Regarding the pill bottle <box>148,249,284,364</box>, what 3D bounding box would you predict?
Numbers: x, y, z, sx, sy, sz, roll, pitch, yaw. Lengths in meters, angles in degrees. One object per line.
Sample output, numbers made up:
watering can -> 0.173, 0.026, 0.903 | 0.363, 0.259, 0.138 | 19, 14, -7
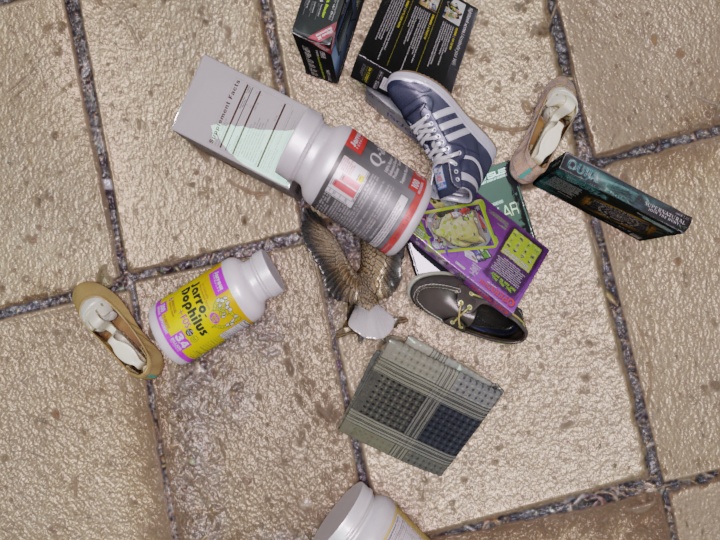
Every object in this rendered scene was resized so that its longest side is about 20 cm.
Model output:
pill bottle -> -0.217, 0.050, 0.866 | 0.196, 0.104, 0.106 | -31, 88, 1

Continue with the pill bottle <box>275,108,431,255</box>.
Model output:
pill bottle -> -0.010, -0.120, 0.759 | 0.196, 0.116, 0.118 | 32, 90, -9

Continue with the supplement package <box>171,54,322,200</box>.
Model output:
supplement package -> -0.162, -0.211, 0.860 | 0.195, 0.121, 0.123 | 27, 90, 3

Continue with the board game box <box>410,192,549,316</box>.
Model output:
board game box -> 0.171, -0.043, 0.831 | 0.198, 0.032, 0.121 | 39, 67, 2

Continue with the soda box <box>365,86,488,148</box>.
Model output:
soda box -> 0.101, -0.240, 0.880 | 0.198, 0.063, 0.069 | 39, 88, 2

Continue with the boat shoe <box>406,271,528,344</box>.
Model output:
boat shoe -> 0.164, 0.058, 0.843 | 0.195, 0.061, 0.074 | 17, 114, -16

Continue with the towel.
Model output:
towel -> 0.084, 0.204, 0.846 | 0.195, 0.035, 0.196 | 25, 116, -8

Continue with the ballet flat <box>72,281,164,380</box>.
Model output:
ballet flat -> -0.390, 0.092, 0.891 | 0.199, 0.063, 0.069 | 43, 90, 2

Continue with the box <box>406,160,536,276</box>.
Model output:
box -> 0.166, -0.061, 0.885 | 0.193, 0.044, 0.166 | -18, 89, 2

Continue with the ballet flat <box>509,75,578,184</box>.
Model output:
ballet flat -> 0.292, -0.221, 0.851 | 0.067, 0.067, 0.205 | 29, 76, -8

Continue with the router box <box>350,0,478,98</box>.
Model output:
router box -> 0.084, -0.342, 0.840 | 0.145, 0.051, 0.205 | 25, 65, -7

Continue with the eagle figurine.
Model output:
eagle figurine -> -0.005, -0.001, 0.844 | 0.146, 0.151, 0.208 | 3, 106, 28

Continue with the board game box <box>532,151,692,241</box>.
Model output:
board game box -> 0.365, -0.105, 0.834 | 0.195, 0.135, 0.029 | 28, 89, 2

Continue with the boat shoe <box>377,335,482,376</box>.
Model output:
boat shoe -> 0.116, 0.163, 0.872 | 0.195, 0.065, 0.074 | 27, 90, 2

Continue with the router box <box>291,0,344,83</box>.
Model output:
router box -> -0.036, -0.410, 0.845 | 0.060, 0.150, 0.207 | 18, 90, 2

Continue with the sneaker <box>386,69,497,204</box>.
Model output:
sneaker -> 0.102, -0.175, 0.776 | 0.197, 0.069, 0.111 | 35, 68, -21

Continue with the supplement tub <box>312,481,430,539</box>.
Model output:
supplement tub -> 0.035, 0.433, 0.830 | 0.199, 0.145, 0.146 | 43, 90, 2
